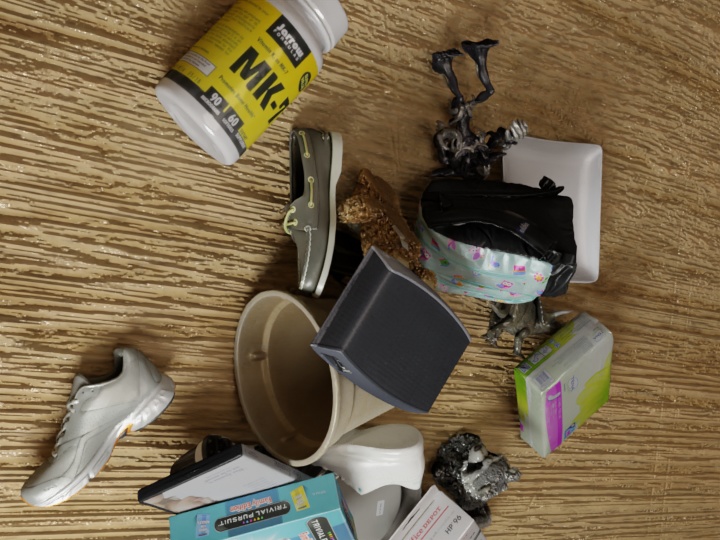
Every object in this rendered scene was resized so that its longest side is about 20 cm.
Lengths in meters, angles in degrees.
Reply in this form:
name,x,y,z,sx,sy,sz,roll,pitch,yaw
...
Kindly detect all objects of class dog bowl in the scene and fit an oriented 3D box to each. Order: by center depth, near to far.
name,x,y,z,sx,sy,sz,roll,pitch,yaw
dog bowl,-0.013,0.316,1.173,0.197,0.058,0.204,-11,111,-29

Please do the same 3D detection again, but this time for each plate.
name,x,y,z,sx,sy,sz,roll,pitch,yaw
plate,0.265,-0.084,1.219,0.197,0.032,0.204,0,92,-34

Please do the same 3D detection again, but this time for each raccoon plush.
name,x,y,z,sx,sy,sz,roll,pitch,yaw
raccoon plush,0.194,0.323,1.257,0.097,0.133,0.201,-45,123,-13

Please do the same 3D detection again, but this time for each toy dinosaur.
name,x,y,z,sx,sy,sz,roll,pitch,yaw
toy dinosaur,0.217,0.060,1.225,0.199,0.076,0.103,34,80,-45

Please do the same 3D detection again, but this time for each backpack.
name,x,y,z,sx,sy,sz,roll,pitch,yaw
backpack,0.163,-0.038,1.076,0.196,0.168,0.128,8,127,2

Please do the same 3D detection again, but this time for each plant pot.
name,x,y,z,sx,sy,sz,roll,pitch,yaw
plant pot,-0.024,0.114,1.038,0.181,0.199,0.204,-8,109,-41

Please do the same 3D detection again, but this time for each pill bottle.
name,x,y,z,sx,sy,sz,roll,pitch,yaw
pill bottle,-0.112,-0.221,0.911,0.200,0.114,0.114,-49,123,-10

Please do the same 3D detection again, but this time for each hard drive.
name,x,y,z,sx,sy,sz,roll,pitch,yaw
hard drive,0.044,0.075,0.929,0.200,0.042,0.136,40,80,-45

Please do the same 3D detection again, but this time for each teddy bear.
name,x,y,z,sx,sy,sz,roll,pitch,yaw
teddy bear,0.027,-0.030,1.019,0.067,0.202,0.144,-41,151,21

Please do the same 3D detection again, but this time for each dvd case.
name,x,y,z,sx,sy,sz,roll,pitch,yaw
dvd case,-0.142,0.259,0.996,0.141,0.018,0.200,-27,145,15

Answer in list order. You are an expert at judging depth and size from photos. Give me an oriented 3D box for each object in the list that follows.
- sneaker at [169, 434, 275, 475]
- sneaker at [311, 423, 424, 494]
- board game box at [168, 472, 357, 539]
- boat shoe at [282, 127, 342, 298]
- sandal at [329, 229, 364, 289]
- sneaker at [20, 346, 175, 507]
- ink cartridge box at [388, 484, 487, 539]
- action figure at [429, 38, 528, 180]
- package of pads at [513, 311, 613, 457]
name,x,y,z,sx,sy,sz,roll,pitch,yaw
sneaker,-0.160,0.255,1.061,0.090,0.067,0.200,-26,147,20
sneaker,-0.017,0.238,1.071,0.075,0.197,0.090,-53,141,-56
board game box,-0.110,0.316,1.026,0.197,0.047,0.152,-15,144,0
boat shoe,-0.060,-0.069,0.985,0.059,0.072,0.205,10,70,-17
sandal,0.000,0.000,1.085,0.198,0.082,0.055,15,120,-41
sneaker,-0.304,0.165,0.943,0.200,0.075,0.093,-46,116,-21
ink cartridge box,0.111,0.391,1.219,0.116,0.068,0.201,-49,150,-11
action figure,0.142,-0.182,1.089,0.117,0.102,0.203,-16,113,-13
package of pads,0.309,0.172,1.289,0.154,0.068,0.201,-37,142,-16
